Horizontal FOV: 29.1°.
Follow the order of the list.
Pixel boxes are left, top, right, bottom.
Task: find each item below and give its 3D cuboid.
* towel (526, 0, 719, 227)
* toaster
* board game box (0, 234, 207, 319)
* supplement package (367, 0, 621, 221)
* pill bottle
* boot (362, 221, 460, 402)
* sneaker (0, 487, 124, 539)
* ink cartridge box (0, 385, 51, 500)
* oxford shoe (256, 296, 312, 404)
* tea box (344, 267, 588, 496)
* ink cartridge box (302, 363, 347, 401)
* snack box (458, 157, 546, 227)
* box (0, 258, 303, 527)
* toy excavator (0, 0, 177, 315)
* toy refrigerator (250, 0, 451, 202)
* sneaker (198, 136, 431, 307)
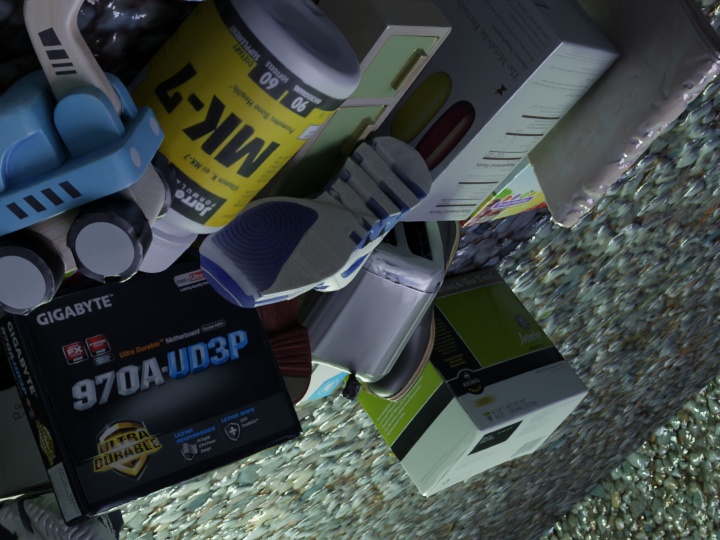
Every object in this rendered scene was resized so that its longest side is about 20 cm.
[{"bbox_3d":[0.199,-0.168,1.147,0.032,0.192,0.200,11,135,-32],"label":"towel"},{"bbox_3d":[0.000,0.000,1.210,0.113,0.201,0.130,20,123,-20],"label":"toaster"},{"bbox_3d":[-0.198,0.010,1.116,0.134,0.045,0.200,-39,158,8],"label":"board game box"},{"bbox_3d":[0.091,-0.146,1.127,0.200,0.114,0.109,-48,156,27],"label":"supplement package"},{"bbox_3d":[-0.104,-0.099,0.938,0.200,0.115,0.114,-45,157,21],"label":"pill bottle"},{"bbox_3d":[0.038,0.021,1.341,0.138,0.077,0.202,52,52,-77],"label":"boot"},{"bbox_3d":[-0.222,0.208,1.096,0.198,0.080,0.129,-14,176,43],"label":"sneaker"},{"bbox_3d":[-0.252,0.147,1.213,0.147,0.086,0.199,-23,169,32],"label":"ink cartridge box"},{"bbox_3d":[-0.090,0.011,1.150,0.070,0.202,0.074,-4,-177,-43],"label":"oxford shoe"},{"bbox_3d":[0.115,0.123,1.601,0.199,0.197,0.134,-12,148,-43],"label":"tea box"},{"bbox_3d":[-0.085,0.084,1.403,0.199,0.068,0.116,-8,145,-49],"label":"ink cartridge box"},{"bbox_3d":[0.194,-0.131,1.341,0.168,0.068,0.200,-16,159,-40],"label":"snack box"},{"bbox_3d":[-0.156,0.084,1.048,0.199,0.160,0.046,-16,171,-38],"label":"box"},{"bbox_3d":[-0.174,-0.099,0.821,0.193,0.201,0.100,-20,-155,17],"label":"toy excavator"},{"bbox_3d":[-0.022,-0.131,1.053,0.076,0.070,0.200,-8,145,-48],"label":"toy refrigerator"},{"bbox_3d":[-0.036,-0.015,1.059,0.199,0.081,0.115,-32,165,-36],"label":"sneaker"}]
